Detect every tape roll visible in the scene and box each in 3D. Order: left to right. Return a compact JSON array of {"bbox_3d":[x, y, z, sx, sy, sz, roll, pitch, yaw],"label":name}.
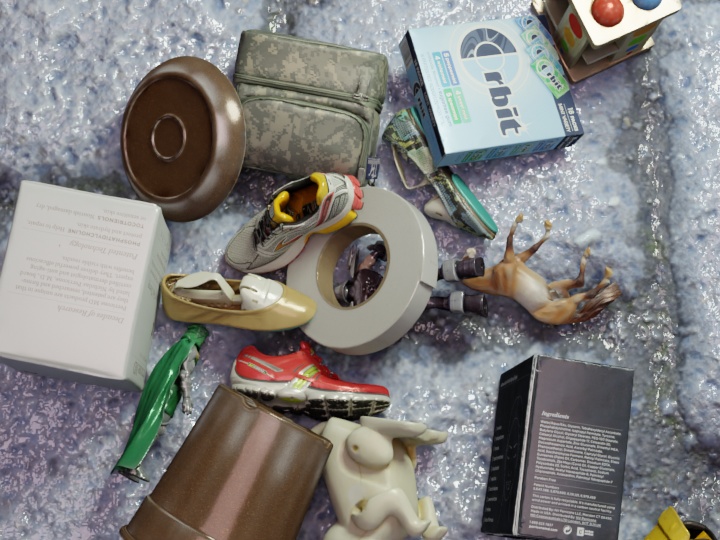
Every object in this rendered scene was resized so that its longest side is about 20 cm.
[{"bbox_3d":[0.000,0.000,1.509,0.201,0.037,0.206,-13,66,31],"label":"tape roll"}]

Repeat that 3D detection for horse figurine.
[{"bbox_3d":[0.223,0.011,1.551,0.198,0.050,0.133,30,120,-8],"label":"horse figurine"}]

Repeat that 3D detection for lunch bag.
[{"bbox_3d":[-0.064,-0.195,1.556,0.197,0.139,0.170,10,95,0],"label":"lunch bag"}]

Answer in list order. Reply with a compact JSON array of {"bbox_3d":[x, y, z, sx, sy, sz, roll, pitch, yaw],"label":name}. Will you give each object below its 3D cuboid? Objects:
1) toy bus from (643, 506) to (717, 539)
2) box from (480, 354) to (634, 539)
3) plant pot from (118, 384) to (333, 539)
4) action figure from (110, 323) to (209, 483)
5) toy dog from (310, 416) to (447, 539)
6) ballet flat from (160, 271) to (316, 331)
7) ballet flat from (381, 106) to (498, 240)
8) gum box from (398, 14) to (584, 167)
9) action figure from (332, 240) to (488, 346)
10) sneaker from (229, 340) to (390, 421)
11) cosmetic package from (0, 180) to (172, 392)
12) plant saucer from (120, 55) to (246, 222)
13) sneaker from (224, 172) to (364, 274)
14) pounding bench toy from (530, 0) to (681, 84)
[{"bbox_3d":[0.377,0.409,1.467,0.192,0.136,0.200,-45,87,3],"label":"toy bus"},{"bbox_3d":[0.224,0.213,1.453,0.122,0.200,0.200,8,79,-3],"label":"box"},{"bbox_3d":[-0.138,0.249,1.419,0.198,0.200,0.200,27,83,3],"label":"plant pot"},{"bbox_3d":[-0.232,0.153,1.502,0.054,0.118,0.202,31,69,-20],"label":"action figure"},{"bbox_3d":[0.006,0.275,1.464,0.191,0.140,0.203,4,78,11],"label":"toy dog"},{"bbox_3d":[-0.151,0.033,1.505,0.197,0.064,0.069,0,41,17],"label":"ballet flat"},{"bbox_3d":[0.095,-0.109,1.586,0.074,0.074,0.201,-32,80,-8],"label":"ballet flat"},{"bbox_3d":[0.164,-0.228,1.584,0.197,0.045,0.172,-11,74,-21],"label":"gum box"},{"bbox_3d":[0.055,0.027,1.546,0.197,0.069,0.132,-2,90,14],"label":"action figure"},{"bbox_3d":[-0.057,0.128,1.522,0.197,0.077,0.086,9,63,-6],"label":"sneaker"},{"bbox_3d":[-0.324,0.024,1.477,0.164,0.167,0.203,10,79,-1],"label":"cosmetic package"},{"bbox_3d":[-0.225,-0.160,1.530,0.198,0.032,0.203,0,90,33],"label":"plant saucer"},{"bbox_3d":[-0.094,-0.064,1.519,0.199,0.082,0.079,-34,62,28],"label":"sneaker"},{"bbox_3d":[0.292,-0.371,1.593,0.123,0.156,0.202,-24,81,-7],"label":"pounding bench toy"}]
